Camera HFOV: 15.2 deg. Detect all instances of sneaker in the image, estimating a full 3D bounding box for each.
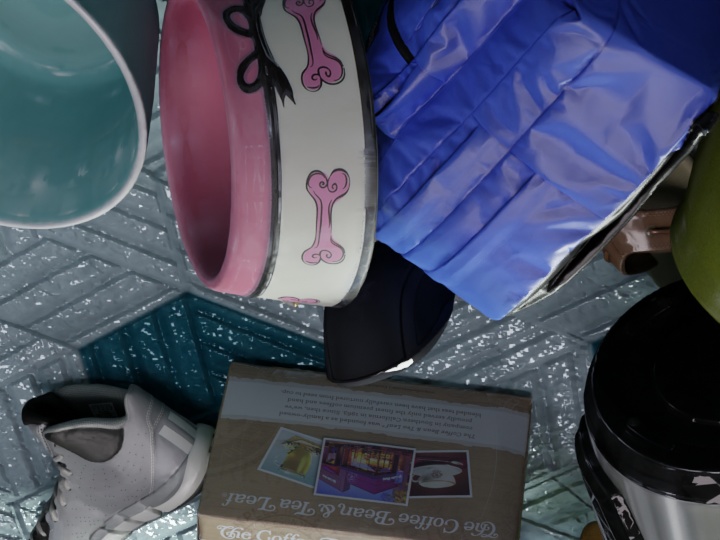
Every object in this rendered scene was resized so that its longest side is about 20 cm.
[{"bbox_3d":[-0.194,0.134,1.787,0.115,0.075,0.200,41,119,-22],"label":"sneaker"}]

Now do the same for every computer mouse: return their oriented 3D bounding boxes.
[{"bbox_3d":[0.000,0.000,1.527,0.140,0.200,0.046,-14,116,32],"label":"computer mouse"}]

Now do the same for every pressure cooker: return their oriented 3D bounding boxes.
[{"bbox_3d":[0.225,0.123,1.549,0.179,0.176,0.200,20,144,34],"label":"pressure cooker"}]

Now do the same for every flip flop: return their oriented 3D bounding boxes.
[{"bbox_3d":[0.172,-0.020,1.559,0.081,0.058,0.200,-23,127,30],"label":"flip flop"}]

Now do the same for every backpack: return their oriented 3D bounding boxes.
[{"bbox_3d":[0.080,-0.092,1.422,0.168,0.163,0.200,33,123,-6],"label":"backpack"}]

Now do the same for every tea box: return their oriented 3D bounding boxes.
[{"bbox_3d":[0.002,0.180,1.743,0.200,0.134,0.197,7,137,3],"label":"tea box"}]

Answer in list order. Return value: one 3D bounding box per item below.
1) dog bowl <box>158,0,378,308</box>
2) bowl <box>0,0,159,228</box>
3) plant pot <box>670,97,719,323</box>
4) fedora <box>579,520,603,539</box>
[{"bbox_3d":[-0.054,-0.075,1.433,0.074,0.200,0.200,-7,139,-17],"label":"dog bowl"},{"bbox_3d":[-0.190,-0.132,1.464,0.201,0.105,0.201,14,137,13],"label":"bowl"},{"bbox_3d":[0.256,-0.058,1.391,0.200,0.200,0.193,20,132,-10],"label":"plant pot"},{"bbox_3d":[0.187,0.198,1.698,0.200,0.082,0.201,-2,168,-1],"label":"fedora"}]
